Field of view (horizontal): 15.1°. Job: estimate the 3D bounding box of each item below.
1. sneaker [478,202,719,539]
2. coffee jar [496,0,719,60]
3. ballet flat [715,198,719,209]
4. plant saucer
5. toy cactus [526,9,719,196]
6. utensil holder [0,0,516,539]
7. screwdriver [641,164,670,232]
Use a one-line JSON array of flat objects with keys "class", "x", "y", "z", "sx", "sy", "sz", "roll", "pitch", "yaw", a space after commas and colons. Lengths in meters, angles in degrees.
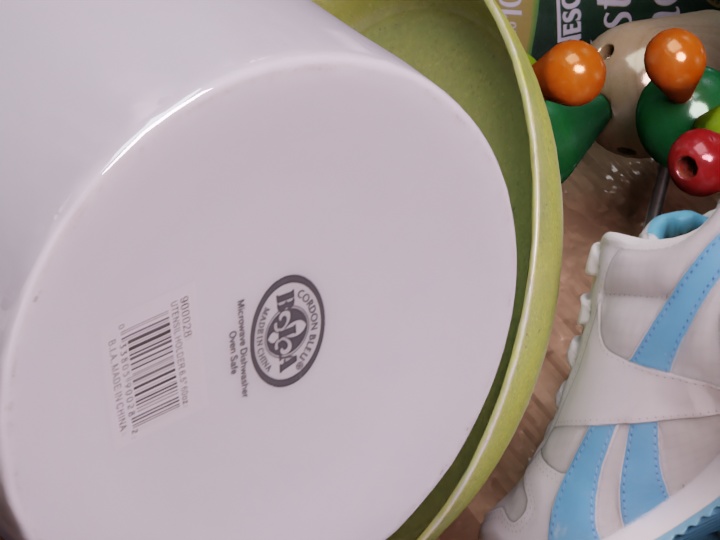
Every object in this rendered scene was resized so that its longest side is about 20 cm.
[{"class": "sneaker", "x": 0.091, "y": 0.031, "z": 0.741, "sx": 0.076, "sy": 0.200, "sz": 0.081, "roll": -11, "pitch": 67, "yaw": -36}, {"class": "coffee jar", "x": 0.092, "y": -0.117, "z": 0.963, "sx": 0.199, "sy": 0.105, "sz": 0.085, "roll": -14, "pitch": 39, "yaw": -8}, {"class": "ballet flat", "x": 0.136, "y": 0.003, "z": 0.866, "sx": 0.067, "sy": 0.067, "sz": 0.200, "roll": -8, "pitch": 34, "yaw": 31}, {"class": "plant saucer", "x": 0.000, "y": 0.000, "z": 0.805, "sx": 0.031, "sy": 0.201, "sz": 0.200, "roll": 10, "pitch": 31, "yaw": -34}, {"class": "toy cactus", "x": 0.074, "y": -0.040, "z": 0.876, "sx": 0.165, "sy": 0.103, "sz": 0.199, "roll": -27, "pitch": 8, "yaw": -42}, {"class": "utensil holder", "x": -0.076, "y": -0.018, "z": 0.743, "sx": 0.169, "sy": 0.171, "sz": 0.200, "roll": -29, "pitch": 38, "yaw": -24}, {"class": "screwdriver", "x": 0.089, "y": 0.002, "z": 0.893, "sx": 0.029, "sy": 0.028, "sz": 0.201, "roll": -22, "pitch": 32, "yaw": 27}]
